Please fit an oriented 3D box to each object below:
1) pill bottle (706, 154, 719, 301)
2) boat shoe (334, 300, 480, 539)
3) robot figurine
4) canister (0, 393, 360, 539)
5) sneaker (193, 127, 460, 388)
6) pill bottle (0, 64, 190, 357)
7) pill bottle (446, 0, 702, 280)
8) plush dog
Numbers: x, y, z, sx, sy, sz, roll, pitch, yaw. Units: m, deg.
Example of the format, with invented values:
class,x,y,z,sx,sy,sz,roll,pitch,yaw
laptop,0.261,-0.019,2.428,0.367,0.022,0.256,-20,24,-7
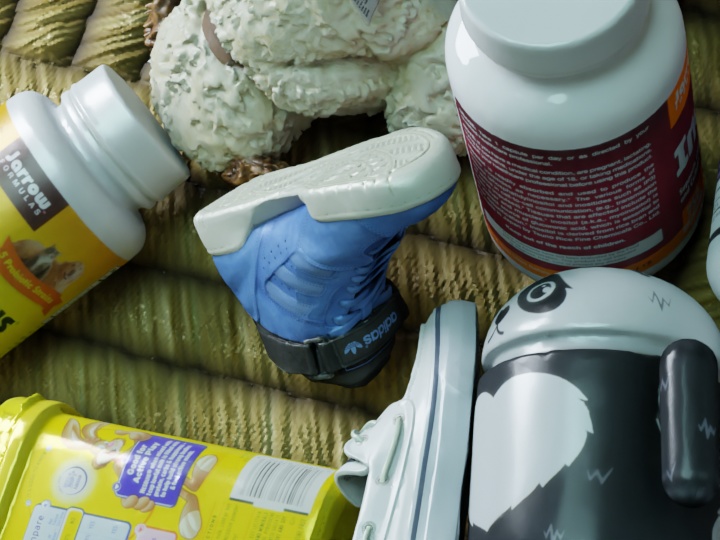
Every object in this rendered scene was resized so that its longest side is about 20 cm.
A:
class,x,y,z,sx,sy,sz,roll,pitch,yaw
pill bottle,0.227,-0.043,1.361,0.112,0.112,0.200,0,68,24
boat shoe,0.021,0.096,1.370,0.067,0.074,0.200,2,50,7
robot figurine,0.111,0.096,1.342,0.150,0.125,0.200,-4,67,23
canister,-0.104,0.153,1.437,0.200,0.087,0.149,10,71,26
sneaker,0.001,-0.001,1.420,0.077,0.111,0.200,-35,12,-35
pill bottle,-0.194,-0.021,1.540,0.200,0.109,0.109,-37,58,5
pill bottle,0.103,-0.084,1.364,0.113,0.200,0.113,-5,59,8
plush dog,-0.045,-0.122,1.513,0.172,0.160,0.200,-45,53,30
